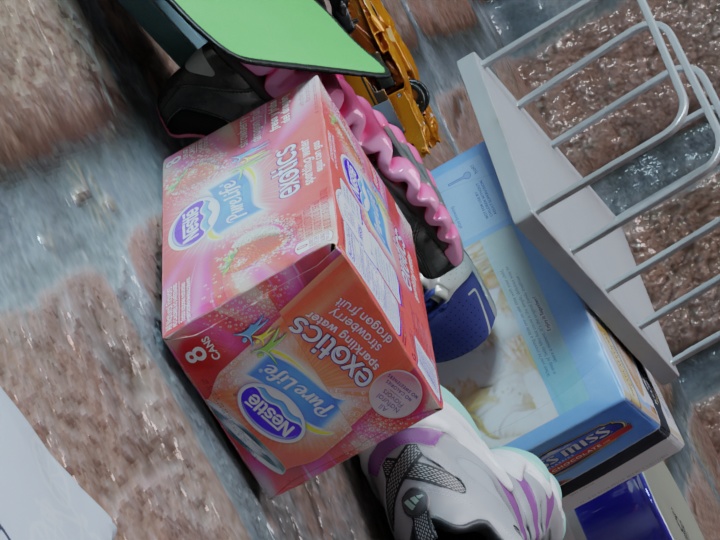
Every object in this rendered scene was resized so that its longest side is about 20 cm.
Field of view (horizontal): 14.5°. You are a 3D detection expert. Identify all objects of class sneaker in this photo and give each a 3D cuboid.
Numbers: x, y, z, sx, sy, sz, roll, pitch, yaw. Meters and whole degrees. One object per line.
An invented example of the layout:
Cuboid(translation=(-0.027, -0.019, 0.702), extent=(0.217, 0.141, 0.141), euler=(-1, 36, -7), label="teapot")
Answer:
Cuboid(translation=(0.000, -0.001, 1.606), extent=(0.200, 0.080, 0.115), euler=(48, 19, -32), label="sneaker")
Cuboid(translation=(-0.029, -0.053, 1.494), extent=(0.200, 0.095, 0.079), euler=(43, 10, -27), label="sneaker")
Cuboid(translation=(0.066, 0.157, 1.530), extent=(0.200, 0.078, 0.140), euler=(36, 28, -49), label="sneaker")

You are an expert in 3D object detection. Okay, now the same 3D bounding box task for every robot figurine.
Cuboid(translation=(-0.004, -0.171, 2.076), extent=(0.201, 0.058, 0.145), euler=(63, 9, -3), label="robot figurine")

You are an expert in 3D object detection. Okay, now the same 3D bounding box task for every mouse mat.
Cuboid(translation=(-0.085, -0.162, 1.445), extent=(0.200, 0.008, 0.161), euler=(45, 21, 23), label="mouse mat")

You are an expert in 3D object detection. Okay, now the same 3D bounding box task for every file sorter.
Cuboid(translation=(0.171, -0.057, 1.711), extent=(0.200, 0.124, 0.139), euler=(44, 21, -45), label="file sorter")

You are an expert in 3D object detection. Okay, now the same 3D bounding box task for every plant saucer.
Cuboid(translation=(-0.101, -0.136, 1.506), extent=(0.200, 0.019, 0.070), euler=(46, 17, -29), label="plant saucer")

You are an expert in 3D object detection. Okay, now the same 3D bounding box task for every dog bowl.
Cuboid(translation=(0.206, 0.209, 2.090), extent=(0.201, 0.079, 0.200), euler=(60, 9, -17), label="dog bowl")

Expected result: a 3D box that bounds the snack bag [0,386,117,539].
Cuboid(translation=(-0.122, 0.074, 0.887), extent=(0.200, 0.021, 0.189), euler=(57, 11, -31), label="snack bag")

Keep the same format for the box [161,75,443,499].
Cuboid(translation=(-0.031, 0.003, 1.340), extent=(0.103, 0.094, 0.200), euler=(58, 10, -25), label="box")

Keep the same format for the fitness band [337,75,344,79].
Cuboid(translation=(-0.024, -0.106, 1.855), extent=(0.144, 0.037, 0.200), euler=(62, 8, -5), label="fitness band")

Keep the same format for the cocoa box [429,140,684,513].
Cuboid(translation=(0.091, 0.042, 1.763), extent=(0.131, 0.133, 0.201), euler=(39, 25, -62), label="cocoa box")
